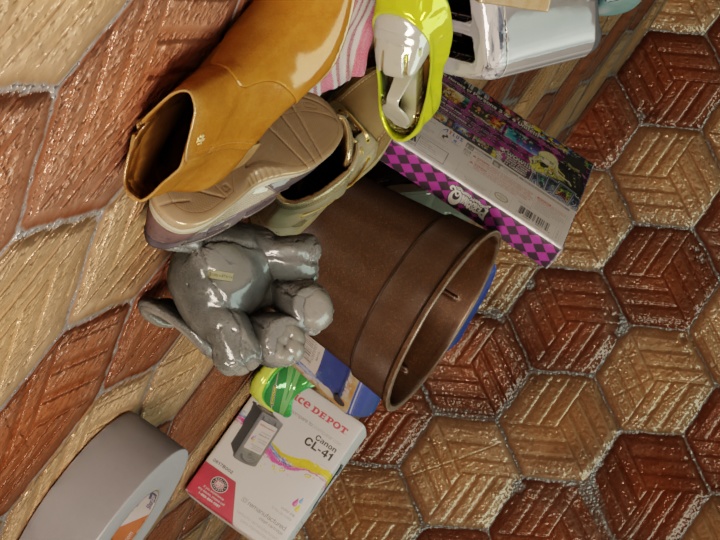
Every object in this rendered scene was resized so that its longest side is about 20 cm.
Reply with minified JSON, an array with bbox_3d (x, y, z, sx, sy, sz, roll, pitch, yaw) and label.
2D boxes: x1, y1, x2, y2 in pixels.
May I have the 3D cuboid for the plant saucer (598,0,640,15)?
[{"bbox_3d":[0.172,-0.304,1.514,0.027,0.200,0.200,-40,167,-18],"label":"plant saucer"}]

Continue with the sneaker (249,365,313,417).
[{"bbox_3d":[-0.047,0.100,2.104,0.200,0.084,0.074,-44,-176,-4],"label":"sneaker"}]

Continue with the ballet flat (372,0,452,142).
[{"bbox_3d":[0.039,-0.176,1.436,0.200,0.067,0.067,86,29,-60],"label":"ballet flat"}]

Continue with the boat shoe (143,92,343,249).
[{"bbox_3d":[-0.094,-0.077,1.326,0.200,0.072,0.065,-39,177,-41],"label":"boat shoe"}]

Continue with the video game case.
[{"bbox_3d":[0.131,-0.109,1.723,0.036,0.200,0.181,-55,-176,36],"label":"video game case"}]

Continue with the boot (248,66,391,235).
[{"bbox_3d":[-0.018,-0.118,1.518,0.200,0.073,0.155,-47,179,-14],"label":"boot"}]

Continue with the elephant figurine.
[{"bbox_3d":[-0.115,0.025,1.442,0.141,0.156,0.200,-15,-176,-20],"label":"elephant figurine"}]

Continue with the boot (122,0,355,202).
[{"bbox_3d":[-0.082,-0.134,1.179,0.201,0.071,0.144,-58,169,21],"label":"boot"}]

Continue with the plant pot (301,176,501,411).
[{"bbox_3d":[0.000,0.000,1.654,0.200,0.198,0.200,-54,165,-21],"label":"plant pot"}]

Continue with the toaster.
[{"bbox_3d":[0.119,-0.231,1.497,0.129,0.200,0.114,-21,118,-29],"label":"toaster"}]

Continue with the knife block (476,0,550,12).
[{"bbox_3d":[0.140,-0.332,1.360,0.176,0.064,0.201,127,-35,-61],"label":"knife block"}]

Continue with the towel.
[{"bbox_3d":[-0.024,-0.192,1.411,0.200,0.030,0.147,-43,164,-53],"label":"towel"}]

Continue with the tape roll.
[{"bbox_3d":[-0.251,0.235,1.644,0.200,0.066,0.200,-53,170,-13],"label":"tape roll"}]

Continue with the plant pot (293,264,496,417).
[{"bbox_3d":[0.002,0.028,1.842,0.180,0.200,0.200,-43,167,-27],"label":"plant pot"}]

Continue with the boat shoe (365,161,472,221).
[{"bbox_3d":[0.094,-0.094,1.775,0.199,0.063,0.073,-4,147,-25],"label":"boat shoe"}]

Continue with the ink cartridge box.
[{"bbox_3d":[-0.107,0.243,2.179,0.200,0.147,0.086,-55,173,-10],"label":"ink cartridge box"}]
